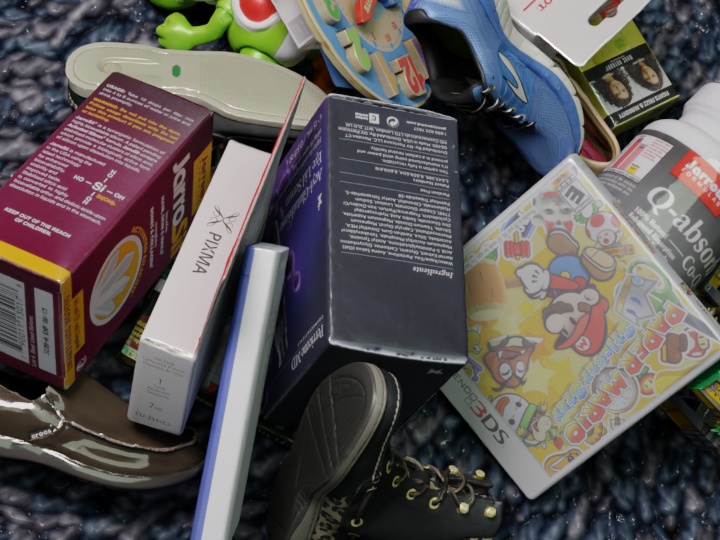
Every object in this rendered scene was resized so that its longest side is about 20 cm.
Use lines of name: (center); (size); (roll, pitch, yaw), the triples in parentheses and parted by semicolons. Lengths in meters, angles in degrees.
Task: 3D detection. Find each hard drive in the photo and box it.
hard drive: (-0.081, 0.082, 1.256); (0.025, 0.132, 0.200); (11, 92, 0)

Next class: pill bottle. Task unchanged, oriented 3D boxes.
pill bottle: (0.235, -0.044, 1.425); (0.116, 0.116, 0.200); (44, 81, 1)

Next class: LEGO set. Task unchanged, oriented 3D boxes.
LEGO set: (0.310, 0.062, 1.415); (0.116, 0.154, 0.200); (44, 63, -19)

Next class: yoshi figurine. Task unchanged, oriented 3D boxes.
yoshi figurine: (-0.100, -0.200, 1.425); (0.200, 0.112, 0.112); (49, 21, -11)

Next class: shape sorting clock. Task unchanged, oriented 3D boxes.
shape sorting clock: (0.001, -0.211, 1.356); (0.200, 0.039, 0.200); (39, 41, -46)

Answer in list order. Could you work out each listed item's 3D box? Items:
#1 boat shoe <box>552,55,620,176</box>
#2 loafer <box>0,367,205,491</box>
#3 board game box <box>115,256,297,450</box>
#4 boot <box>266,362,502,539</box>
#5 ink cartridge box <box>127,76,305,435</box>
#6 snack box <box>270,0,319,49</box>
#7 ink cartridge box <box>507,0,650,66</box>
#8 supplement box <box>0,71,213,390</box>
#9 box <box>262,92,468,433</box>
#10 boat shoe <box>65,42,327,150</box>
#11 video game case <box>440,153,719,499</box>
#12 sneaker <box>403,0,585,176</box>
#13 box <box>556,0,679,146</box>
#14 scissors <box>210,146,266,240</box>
boat shoe: (0.140, -0.149, 1.483); (0.074, 0.069, 0.200); (-41, 87, -26)
loafer: (-0.200, 0.101, 1.269); (0.200, 0.073, 0.071); (13, 99, -13)
board game box: (-0.070, 0.067, 1.365); (0.200, 0.023, 0.105); (28, 63, -7)
boot: (0.031, 0.140, 1.281); (0.154, 0.204, 0.074); (7, 48, -20)
ink cartridge box: (-0.099, -0.016, 1.256); (0.045, 0.176, 0.200); (19, 48, 0)
snack box: (-0.011, -0.208, 1.416); (0.072, 0.024, 0.200); (60, 27, 7)
ink cartridge box: (0.131, -0.236, 1.450); (0.200, 0.067, 0.117); (42, 72, 18)
supplement box: (-0.187, -0.031, 1.275); (0.086, 0.110, 0.200); (23, 48, 15)
box: (0.000, 0.000, 1.319); (0.104, 0.148, 0.200); (9, 60, -19)
boat shoe: (-0.119, -0.121, 1.373); (0.200, 0.068, 0.072); (7, 44, -1)
video game case: (0.142, 0.044, 1.362); (0.182, 0.200, 0.023); (51, 24, 4)
sneaker: (0.093, -0.140, 1.385); (0.200, 0.079, 0.089); (49, 55, -25)
box: (0.179, -0.207, 1.528); (0.075, 0.050, 0.200); (-25, 80, -23)
scissors: (-0.088, -0.034, 1.402); (0.200, 0.014, 0.073); (47, 62, 1)
